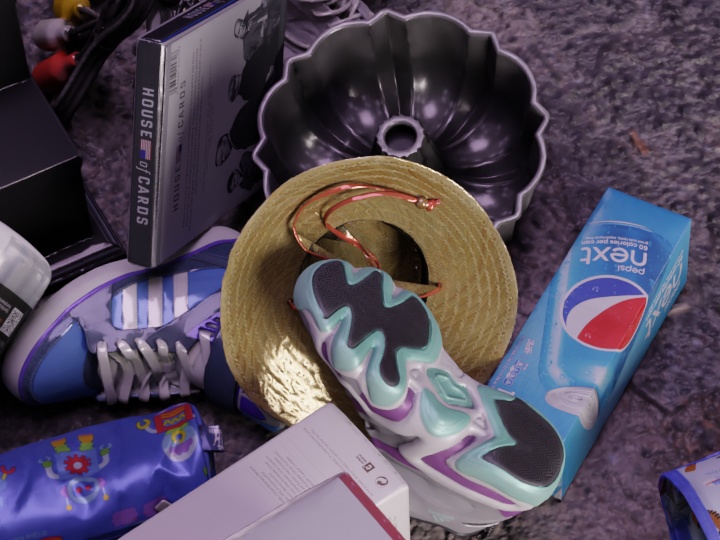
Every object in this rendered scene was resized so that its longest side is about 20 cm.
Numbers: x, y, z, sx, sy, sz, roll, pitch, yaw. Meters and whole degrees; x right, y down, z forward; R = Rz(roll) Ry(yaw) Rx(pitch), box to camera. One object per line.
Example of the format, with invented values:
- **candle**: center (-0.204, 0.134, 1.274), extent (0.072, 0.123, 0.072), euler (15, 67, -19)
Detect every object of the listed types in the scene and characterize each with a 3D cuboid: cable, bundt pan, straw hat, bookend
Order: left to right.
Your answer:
- **bookend**: center (-0.248, -0.120, 1.621), extent (0.092, 0.201, 0.199), euler (-23, 53, -16)
- **cable**: center (-0.192, -0.163, 1.677), extent (0.050, 0.200, 0.098), euler (19, 77, -17)
- **straw hat**: center (0.000, 0.000, 1.512), extent (0.199, 0.202, 0.085), euler (-9, 30, -5)
- **bundt pan**: center (0.030, -0.074, 1.635), extent (0.200, 0.076, 0.203), euler (-3, 64, 6)

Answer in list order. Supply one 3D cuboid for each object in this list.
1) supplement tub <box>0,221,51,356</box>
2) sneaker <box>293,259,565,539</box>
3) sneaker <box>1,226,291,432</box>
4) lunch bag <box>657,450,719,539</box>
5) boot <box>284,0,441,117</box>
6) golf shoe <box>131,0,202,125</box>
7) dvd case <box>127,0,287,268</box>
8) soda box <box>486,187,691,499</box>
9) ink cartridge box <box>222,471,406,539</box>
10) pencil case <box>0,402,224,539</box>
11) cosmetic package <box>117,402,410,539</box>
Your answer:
- **supplement tub**: center (-0.294, 0.048, 1.511), extent (0.122, 0.123, 0.201), euler (29, 80, 23)
- **sneaker**: center (0.017, 0.093, 1.478), extent (0.200, 0.140, 0.078), euler (44, 50, 1)
- **sneaker**: center (-0.112, 0.059, 1.547), extent (0.199, 0.081, 0.146), euler (-28, 51, -25)
- **lunch bag**: center (0.285, 0.181, 1.408), extent (0.169, 0.124, 0.201), euler (-17, 60, -10)
- **boot**: center (-0.022, -0.176, 1.722), extent (0.199, 0.096, 0.074), euler (25, 56, 21)
- **golf shoe**: center (-0.118, -0.154, 1.703), extent (0.077, 0.095, 0.202), euler (2, 80, 3)
- **dvd case**: center (-0.098, -0.104, 1.583), extent (0.025, 0.151, 0.200), euler (12, 23, 19)
- **soda box**: center (0.145, 0.045, 1.555), extent (0.064, 0.068, 0.200), euler (21, 55, 18)
- **ink cartridge box**: center (-0.023, 0.246, 1.318), extent (0.144, 0.201, 0.145), euler (-30, 56, -23)
- **pencil case**: center (-0.178, 0.144, 1.483), extent (0.199, 0.078, 0.087), euler (-16, 42, -9)
- **cosmetic package**: center (-0.070, 0.183, 1.430), extent (0.199, 0.108, 0.085), euler (-30, 56, -22)
